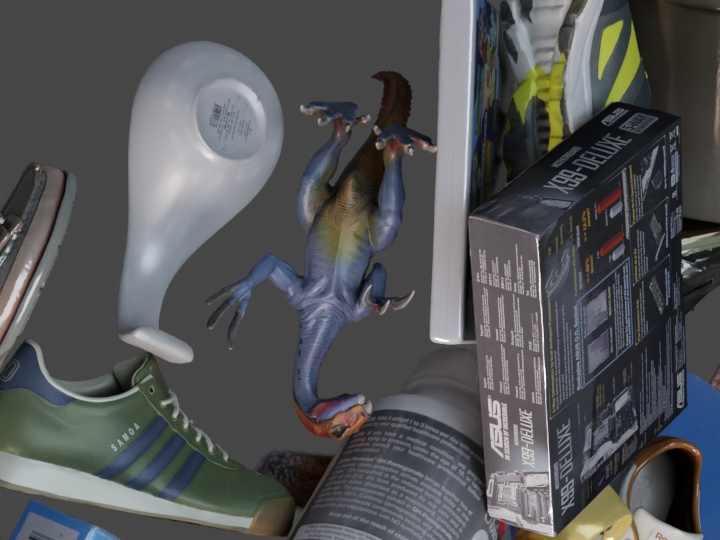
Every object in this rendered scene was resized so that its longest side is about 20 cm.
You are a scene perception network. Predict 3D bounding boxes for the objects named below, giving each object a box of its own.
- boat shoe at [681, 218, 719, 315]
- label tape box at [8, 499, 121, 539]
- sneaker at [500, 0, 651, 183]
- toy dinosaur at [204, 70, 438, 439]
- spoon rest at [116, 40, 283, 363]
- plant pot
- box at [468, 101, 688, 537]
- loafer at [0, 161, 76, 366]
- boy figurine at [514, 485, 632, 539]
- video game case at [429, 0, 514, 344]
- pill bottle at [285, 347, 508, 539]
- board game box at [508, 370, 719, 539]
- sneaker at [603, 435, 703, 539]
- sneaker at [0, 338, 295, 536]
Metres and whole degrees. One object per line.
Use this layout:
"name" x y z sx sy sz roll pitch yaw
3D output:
"boat shoe" 0.189 0.001 1.587 0.199 0.073 0.065 -18 113 -25
"label tape box" -0.140 0.237 1.404 0.200 0.066 0.144 41 71 -47
"sneaker" 0.132 -0.131 1.479 0.084 0.074 0.201 1 98 -46
"toy dinosaur" 0.000 0.000 1.458 0.200 0.105 0.182 -36 139 -58
"spoon rest" -0.102 -0.041 1.445 0.099 0.061 0.201 27 65 -26
"plant pot" 0.230 -0.127 1.554 0.199 0.200 0.174 -1 108 -28
"box" 0.128 0.027 1.420 0.158 0.050 0.201 -38 133 -43
"loafer" -0.220 0.027 1.371 0.063 0.072 0.201 25 81 -18
"boy figurine" 0.093 0.207 1.456 0.064 0.124 0.200 25 66 17
"video game case" 0.067 -0.057 1.472 0.023 0.182 0.201 2 89 11
"pill bottle" 0.028 0.144 1.460 0.111 0.111 0.200 46 53 -20
"board game box" 0.171 0.157 1.592 0.158 0.039 0.200 40 68 -17
"sneaker" 0.159 0.190 1.503 0.073 0.085 0.201 20 71 -13
"sneaker" -0.120 0.093 1.420 0.199 0.067 0.090 14 87 -25
